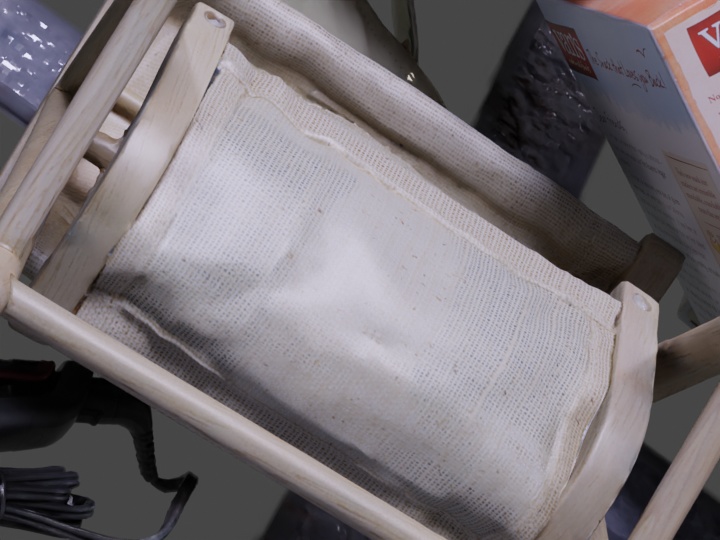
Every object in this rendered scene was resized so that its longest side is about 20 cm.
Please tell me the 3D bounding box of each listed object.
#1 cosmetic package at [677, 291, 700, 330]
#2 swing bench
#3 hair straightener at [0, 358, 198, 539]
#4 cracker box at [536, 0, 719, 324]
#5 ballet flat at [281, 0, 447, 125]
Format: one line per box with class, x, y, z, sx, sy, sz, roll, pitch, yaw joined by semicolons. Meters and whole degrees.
cosmetic package;0.195;-0.028;1.050;0.105;0.071;0.200;38;37;-5
swing bench;0.000;0.000;0.793;0.199;0.130;0.200;32;-2;-8
hair straightener;-0.123;0.054;0.736;0.200;0.041;0.077;11;46;-39
cracker box;0.136;-0.008;0.878;0.200;0.058;0.134;61;-4;-14
ballet flat;-0.025;-0.115;0.952;0.069;0.069;0.200;-4;62;-42
